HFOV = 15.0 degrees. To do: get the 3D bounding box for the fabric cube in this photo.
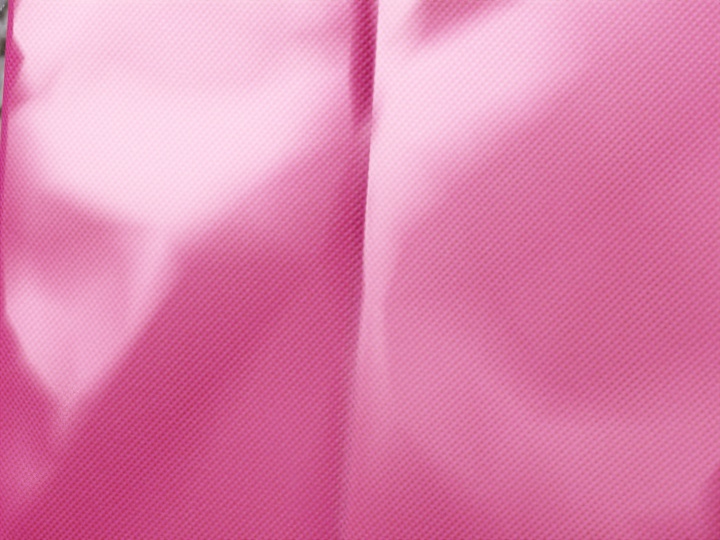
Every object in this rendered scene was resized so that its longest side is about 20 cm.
[{"bbox_3d":[0.047,-0.015,0.639,0.200,0.196,0.200,8,96,29],"label":"fabric cube"}]
